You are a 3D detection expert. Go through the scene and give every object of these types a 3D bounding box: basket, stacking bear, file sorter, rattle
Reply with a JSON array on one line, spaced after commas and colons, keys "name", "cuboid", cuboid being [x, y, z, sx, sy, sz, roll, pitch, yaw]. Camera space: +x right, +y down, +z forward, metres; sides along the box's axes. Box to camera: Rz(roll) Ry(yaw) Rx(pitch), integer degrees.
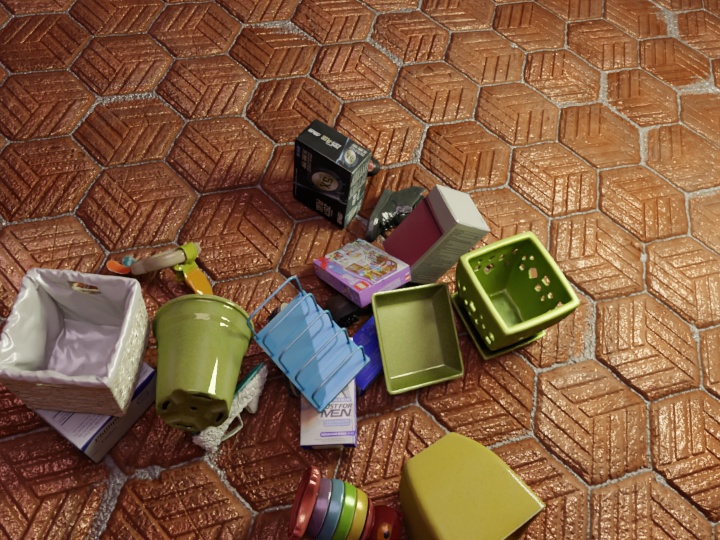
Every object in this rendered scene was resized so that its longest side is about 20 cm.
[{"name": "basket", "cuboid": [-0.485, 0.126, 1.036, 0.192, 0.162, 0.204, 6, 57, -4]}, {"name": "stacking bear", "cuboid": [-0.019, 0.437, 1.061, 0.196, 0.114, 0.124, 21, 74, -7]}, {"name": "file sorter", "cuboid": [-0.099, 0.134, 1.119, 0.139, 0.123, 0.200, -43, 72, -12]}, {"name": "rattle", "cuboid": [-0.436, 0.020, 1.315, 0.195, 0.146, 0.131, -19, 27, -2]}]

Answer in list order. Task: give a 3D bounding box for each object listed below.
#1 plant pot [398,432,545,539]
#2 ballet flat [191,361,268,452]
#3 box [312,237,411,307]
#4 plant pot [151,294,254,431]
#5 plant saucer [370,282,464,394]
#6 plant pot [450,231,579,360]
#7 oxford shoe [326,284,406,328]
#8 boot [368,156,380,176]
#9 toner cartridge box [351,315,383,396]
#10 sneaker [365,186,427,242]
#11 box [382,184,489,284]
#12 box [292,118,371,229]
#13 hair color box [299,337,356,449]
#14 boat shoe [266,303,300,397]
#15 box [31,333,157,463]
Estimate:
[{"name": "plant pot", "cuboid": [0.169, 0.414, 1.057, 0.191, 0.198, 0.201, -25, 57, -22]}, {"name": "ballet flat", "cuboid": [-0.243, 0.270, 1.171, 0.071, 0.072, 0.200, 37, 62, 16]}, {"name": "box", "cuboid": [0.000, 0.000, 1.323, 0.135, 0.040, 0.199, -27, 33, -23]}, {"name": "plant pot", "cuboid": [-0.300, 0.182, 1.108, 0.195, 0.203, 0.187, 1, 45, -7]}, {"name": "plant saucer", "cuboid": [0.111, 0.139, 1.253, 0.195, 0.048, 0.206, -7, 83, -29]}, {"name": "plant pot", "cuboid": [0.315, 0.068, 1.297, 0.196, 0.183, 0.202, -17, 61, -18]}, {"name": "oxford shoe", "cuboid": [0.013, 0.049, 1.334, 0.196, 0.073, 0.085, -21, 58, -21]}, {"name": "boot", "cuboid": [-0.049, -0.284, 1.547, 0.197, 0.074, 0.143, 23, 15, 36]}, {"name": "toner cartridge box", "cuboid": [0.033, 0.162, 1.280, 0.094, 0.044, 0.200, 39, 61, 15]}, {"name": "sneaker", "cuboid": [0.087, -0.138, 1.468, 0.102, 0.061, 0.202, 18, 54, 9]}, {"name": "box", "cuboid": [0.165, -0.075, 1.337, 0.126, 0.200, 0.111, 8, 46, -44]}, {"name": "box", "cuboid": [-0.072, -0.224, 1.417, 0.162, 0.202, 0.086, 33, 58, 13]}, {"name": "hair color box", "cuboid": [-0.063, 0.240, 1.175, 0.106, 0.065, 0.205, -3, 67, 3]}, {"name": "boat shoe", "cuboid": [-0.155, 0.172, 1.252, 0.062, 0.072, 0.204, -27, 62, 26]}, {"name": "box", "cuboid": [-0.511, 0.221, 1.131, 0.198, 0.106, 0.185, 32, 59, 14]}]
